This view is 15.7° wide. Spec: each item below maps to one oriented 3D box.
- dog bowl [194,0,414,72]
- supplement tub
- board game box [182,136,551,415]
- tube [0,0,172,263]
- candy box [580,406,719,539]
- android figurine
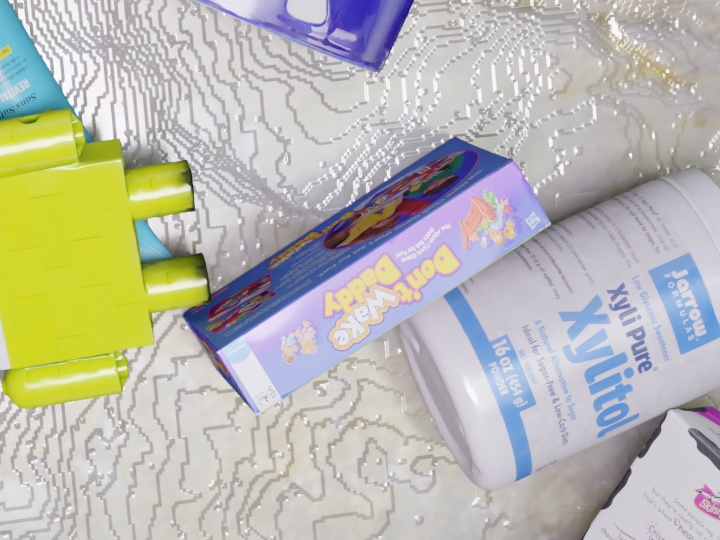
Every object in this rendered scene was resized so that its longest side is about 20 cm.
[{"bbox_3d":[-0.064,-0.182,1.444,0.199,0.200,0.079,22,96,-15],"label":"dog bowl"},{"bbox_3d":[0.134,0.035,1.557,0.199,0.132,0.133,-25,103,-7],"label":"supplement tub"},{"bbox_3d":[0.000,0.000,1.520,0.199,0.134,0.045,-33,104,-6],"label":"board game box"},{"bbox_3d":[-0.185,-0.068,1.517,0.077,0.050,0.201,-25,108,8],"label":"tube"},{"bbox_3d":[0.192,0.200,1.566,0.061,0.136,0.200,0,128,-55],"label":"candy box"},{"bbox_3d":[-0.189,-0.005,1.502,0.199,0.041,0.183,-9,118,-5],"label":"android figurine"}]
